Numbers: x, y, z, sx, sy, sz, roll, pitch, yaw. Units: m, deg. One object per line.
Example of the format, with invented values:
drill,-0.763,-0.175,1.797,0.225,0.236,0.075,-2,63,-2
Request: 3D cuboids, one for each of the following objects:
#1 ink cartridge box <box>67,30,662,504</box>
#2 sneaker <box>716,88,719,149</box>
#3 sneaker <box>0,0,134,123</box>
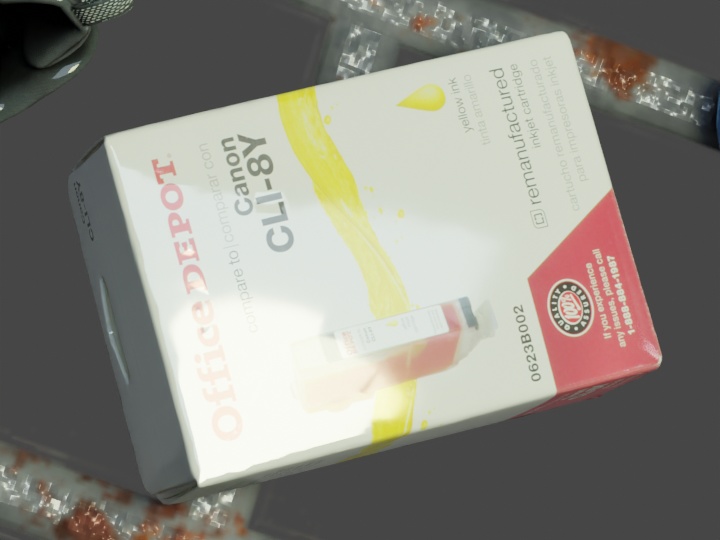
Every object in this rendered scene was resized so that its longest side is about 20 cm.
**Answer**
ink cartridge box,0.000,0.000,1.141,0.200,0.083,0.145,-14,84,-17
sneaker,0.248,-0.045,1.227,0.199,0.071,0.083,5,84,-9
sneaker,-0.121,-0.123,1.095,0.078,0.140,0.200,39,77,-35
